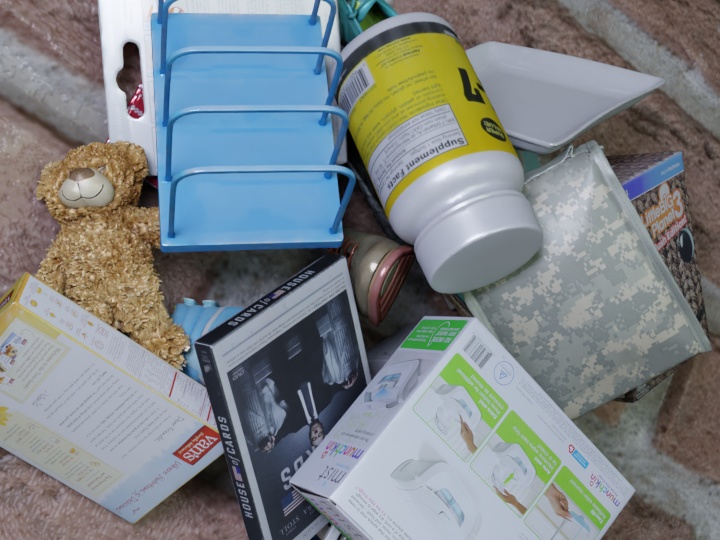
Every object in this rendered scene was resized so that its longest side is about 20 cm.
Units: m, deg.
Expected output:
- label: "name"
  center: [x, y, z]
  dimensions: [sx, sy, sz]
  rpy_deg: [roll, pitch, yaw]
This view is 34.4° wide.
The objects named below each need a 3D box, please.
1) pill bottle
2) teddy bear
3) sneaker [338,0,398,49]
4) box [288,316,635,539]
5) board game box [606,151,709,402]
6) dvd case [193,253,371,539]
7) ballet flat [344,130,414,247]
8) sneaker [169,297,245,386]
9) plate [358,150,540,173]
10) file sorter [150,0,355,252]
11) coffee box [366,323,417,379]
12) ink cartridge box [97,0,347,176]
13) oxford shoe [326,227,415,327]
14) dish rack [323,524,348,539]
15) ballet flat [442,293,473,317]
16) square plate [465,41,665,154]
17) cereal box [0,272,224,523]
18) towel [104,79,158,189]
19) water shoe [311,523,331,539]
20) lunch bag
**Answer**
- label: "pill bottle"
  center: [0.060, -0.091, 0.913]
  dimensions: [0.113, 0.114, 0.202]
  rpy_deg: [-9, 63, -29]
- label: "teddy bear"
  center: [-0.197, -0.003, 0.905]
  dimensions: [0.067, 0.143, 0.203]
  rpy_deg: [3, 90, -66]
- label: "sneaker"
  center: [-0.020, -0.246, 1.041]
  dimensions: [0.199, 0.079, 0.078]
  rpy_deg: [32, 72, -23]
- label: "box"
  center: [0.080, 0.167, 0.890]
  dimensions: [0.200, 0.097, 0.177]
  rpy_deg: [45, 73, -15]
- label: "board game box"
  center: [0.249, 0.003, 1.131]
  dimensions: [0.159, 0.096, 0.202]
  rpy_deg: [-26, 109, -43]
- label: "dvd case"
  center: [-0.047, 0.109, 0.901]
  dimensions: [0.150, 0.025, 0.202]
  rpy_deg: [-35, 122, -40]
- label: "ballet flat"
  center: [0.013, -0.106, 1.029]
  dimensions: [0.066, 0.057, 0.201]
  rpy_deg: [-30, 72, -6]
- label: "sneaker"
  center: [-0.093, 0.054, 0.987]
  dimensions: [0.200, 0.129, 0.081]
  rpy_deg: [-8, 103, -65]
- label: "plate"
  center: [0.092, -0.105, 1.096]
  dimensions: [0.198, 0.026, 0.202]
  rpy_deg: [9, 67, -21]
- label: "file sorter"
  center: [-0.082, -0.131, 0.858]
  dimensions: [0.137, 0.123, 0.202]
  rpy_deg: [-2, 69, -11]
- label: "coffee box"
  center: [0.085, 0.154, 1.055]
  dimensions: [0.079, 0.113, 0.202]
  rpy_deg: [-27, 101, -27]
- label: "ink cartridge box"
  center: [-0.114, -0.163, 0.975]
  dimensions: [0.198, 0.047, 0.162]
  rpy_deg: [-5, 98, -9]
- label: "oxford shoe"
  center: [0.000, 0.000, 0.978]
  dimensions: [0.074, 0.200, 0.071]
  rpy_deg: [29, 86, 1]
- label: "dish rack"
  center: [0.070, 0.221, 0.961]
  dimensions: [0.199, 0.043, 0.173]
  rpy_deg: [37, 78, -18]
- label: "ballet flat"
  center: [0.115, 0.035, 1.101]
  dimensions: [0.070, 0.065, 0.201]
  rpy_deg: [-31, 81, -31]
- label: "square plate"
  center: [0.142, -0.156, 1.048]
  dimensions: [0.197, 0.199, 0.029]
  rpy_deg: [-30, 130, -42]
- label: "cereal box"
  center: [-0.209, 0.103, 0.880]
  dimensions: [0.199, 0.144, 0.040]
  rpy_deg: [37, 34, -23]
- label: "towel"
  center: [-0.114, -0.148, 1.001]
  dimensions: [0.144, 0.022, 0.201]
  rpy_deg: [34, 80, -24]
- label: "water shoe"
  center: [-0.047, 0.193, 0.995]
  dimensions: [0.071, 0.079, 0.201]
  rpy_deg: [-40, 105, -40]
- label: "lunch bag"
  center: [0.172, 0.008, 0.984]
  dimensions: [0.163, 0.118, 0.201]
  rpy_deg: [-29, 102, 9]
